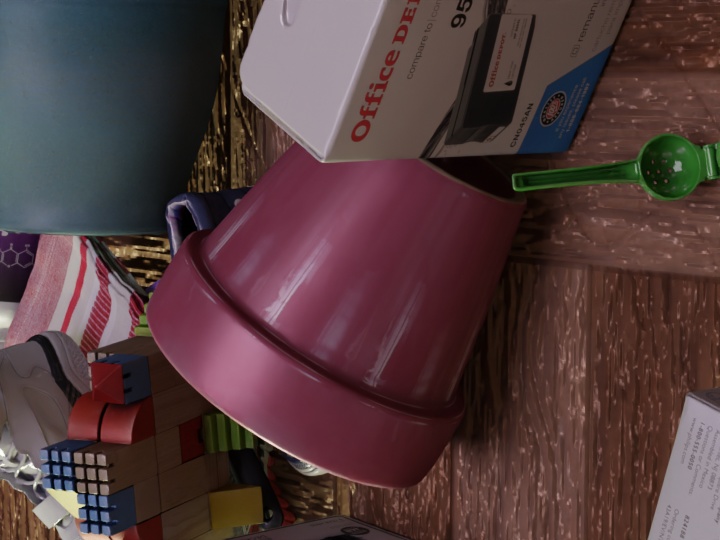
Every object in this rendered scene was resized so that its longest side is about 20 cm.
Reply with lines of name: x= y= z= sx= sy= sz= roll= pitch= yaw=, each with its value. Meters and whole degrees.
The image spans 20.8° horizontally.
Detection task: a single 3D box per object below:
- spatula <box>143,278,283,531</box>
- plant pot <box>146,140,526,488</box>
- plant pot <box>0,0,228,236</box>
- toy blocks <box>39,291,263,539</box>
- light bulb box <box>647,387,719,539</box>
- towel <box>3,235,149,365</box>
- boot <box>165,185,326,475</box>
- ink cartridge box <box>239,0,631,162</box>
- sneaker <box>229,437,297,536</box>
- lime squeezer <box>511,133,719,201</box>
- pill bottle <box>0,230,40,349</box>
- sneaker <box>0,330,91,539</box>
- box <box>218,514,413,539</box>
spatula: x=-0.097 y=0.089 z=1.325 sx=0.056 sy=0.021 sz=0.201 roll=-30 pitch=63 yaw=7
plant pot: x=0.000 y=0.000 z=1.164 sx=0.200 sy=0.199 sz=0.180 roll=43 pitch=108 yaw=35
plant pot: x=-0.186 y=-0.121 z=1.325 sx=0.199 sy=0.199 sz=0.190 roll=8 pitch=98 yaw=46
toy blocks: x=-0.143 y=0.125 z=1.236 sx=0.099 sy=0.136 sz=0.202 roll=2 pitch=100 yaw=32
light bulb box: x=0.244 y=0.181 z=0.953 sx=0.199 sy=0.124 sz=0.200 roll=28 pitch=113 yaw=41
towel: x=-0.189 y=0.063 z=1.384 sx=0.200 sy=0.023 sz=0.145 roll=44 pitch=124 yaw=40
boot: x=-0.074 y=0.043 z=1.306 sx=0.073 sy=0.090 sz=0.202 roll=-25 pitch=76 yaw=45
ink cartridge box: x=0.049 y=-0.142 z=1.073 sx=0.084 sy=0.199 sz=0.146 roll=42 pitch=123 yaw=36
sneaker: x=-0.102 y=0.135 z=1.352 sx=0.078 sy=0.082 sz=0.202 roll=-34 pitch=68 yaw=44
lime squeezer: x=0.184 y=-0.064 z=1.040 sx=0.198 sy=0.071 sz=0.038 roll=-8 pitch=70 yaw=18
pill bottle: x=-0.269 y=-0.036 z=1.492 sx=0.112 sy=0.112 sz=0.202 roll=24 pitch=112 yaw=43
sneaker: x=-0.223 y=0.138 z=1.329 sx=0.075 sy=0.114 sz=0.201 roll=-43 pitch=62 yaw=44
box: x=0.013 y=0.211 z=1.212 sx=0.199 sy=0.116 sz=0.061 roll=12 pitch=103 yaw=45
